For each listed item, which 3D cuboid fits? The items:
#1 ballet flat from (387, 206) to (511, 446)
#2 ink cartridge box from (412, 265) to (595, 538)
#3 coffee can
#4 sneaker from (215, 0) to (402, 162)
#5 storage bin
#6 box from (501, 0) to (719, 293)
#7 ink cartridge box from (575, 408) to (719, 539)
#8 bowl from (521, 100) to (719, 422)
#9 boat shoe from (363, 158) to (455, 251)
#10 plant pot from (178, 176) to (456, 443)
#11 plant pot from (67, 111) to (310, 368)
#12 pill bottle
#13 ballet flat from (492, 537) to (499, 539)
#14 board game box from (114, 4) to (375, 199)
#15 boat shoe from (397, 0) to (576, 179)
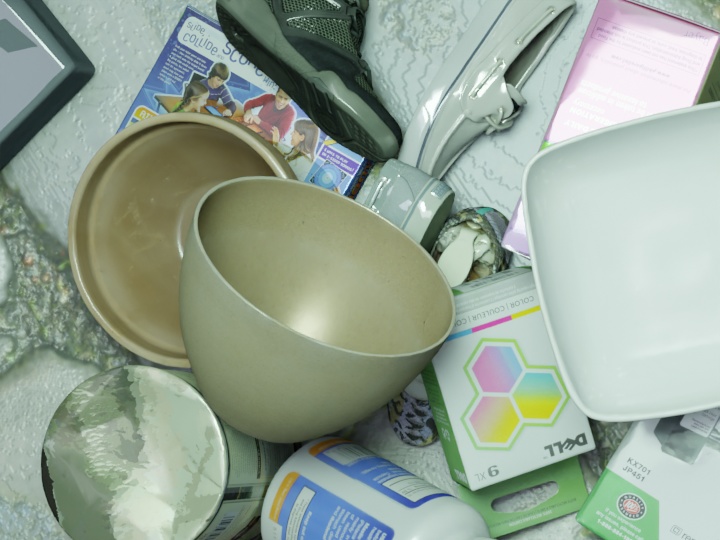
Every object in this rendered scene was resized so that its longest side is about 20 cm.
[{"bbox_3d":[0.062,0.041,1.575,0.072,0.072,0.200,20,91,15],"label":"ballet flat"},{"bbox_3d":[0.112,0.105,1.523,0.104,0.059,0.200,-17,96,-11],"label":"ink cartridge box"},{"bbox_3d":[-0.142,0.149,1.550,0.146,0.200,0.146,-1,85,14],"label":"coffee can"},{"bbox_3d":[-0.014,-0.177,1.585,0.114,0.076,0.199,-36,62,-15],"label":"sneaker"},{"bbox_3d":[-0.327,-0.162,1.664,0.200,0.146,0.134,-45,87,7],"label":"storage bin"},{"bbox_3d":[0.198,-0.085,1.495,0.097,0.176,0.200,21,91,15],"label":"box"},{"bbox_3d":[0.276,0.140,1.504,0.147,0.083,0.200,31,93,14],"label":"ink cartridge box"},{"bbox_3d":[0.219,-0.006,1.361,0.200,0.075,0.200,-13,87,6],"label":"bowl"},{"bbox_3d":[0.000,0.000,1.577,0.072,0.070,0.201,36,113,12],"label":"boat shoe"},{"bbox_3d":[-0.049,0.045,1.439,0.200,0.200,0.135,36,122,14],"label":"plant pot"},{"bbox_3d":[-0.123,-0.027,1.583,0.201,0.093,0.201,2,96,18],"label":"plant pot"},{"bbox_3d":[0.028,0.211,1.512,0.200,0.112,0.112,25,92,40],"label":"pill bottle"},{"bbox_3d":[0.120,0.264,1.543,0.200,0.071,0.071,39,95,14],"label":"ballet flat"},{"bbox_3d":[-0.089,-0.113,1.643,0.200,0.034,0.135,31,94,14],"label":"board game box"},{"bbox_3d":[0.101,-0.143,1.583,0.066,0.072,0.200,31,85,19],"label":"boat shoe"}]
